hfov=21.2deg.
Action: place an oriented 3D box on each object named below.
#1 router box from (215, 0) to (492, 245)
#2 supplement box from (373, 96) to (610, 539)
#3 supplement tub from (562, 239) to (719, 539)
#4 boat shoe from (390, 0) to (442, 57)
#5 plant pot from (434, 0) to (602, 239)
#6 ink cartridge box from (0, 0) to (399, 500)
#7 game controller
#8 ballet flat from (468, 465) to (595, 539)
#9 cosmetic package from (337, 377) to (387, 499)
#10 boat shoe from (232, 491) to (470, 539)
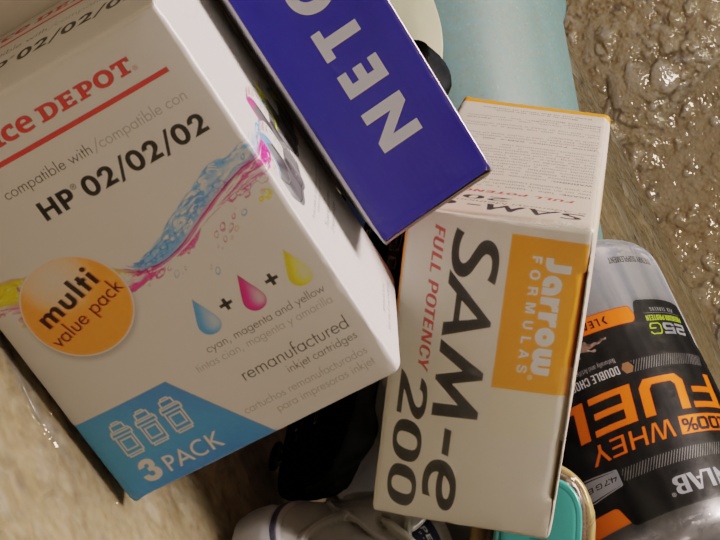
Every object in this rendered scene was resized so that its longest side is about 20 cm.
[{"bbox_3d":[-0.041,-0.122,0.728,0.201,0.049,0.180,57,-2,-20],"label":"router box"},{"bbox_3d":[0.059,0.011,0.807,0.200,0.073,0.127,-61,159,-72],"label":"supplement box"},{"bbox_3d":[0.131,0.096,0.972,0.122,0.122,0.201,35,29,-61],"label":"supplement tub"},{"bbox_3d":[-0.004,-0.057,0.965,0.063,0.071,0.202,115,-15,-70],"label":"boat shoe"},{"bbox_3d":[0.043,-0.080,1.080,0.200,0.199,0.198,28,45,-66],"label":"plant pot"},{"bbox_3d":[-0.084,-0.031,0.665,0.201,0.115,0.068,56,15,-24],"label":"ink cartridge box"},{"bbox_3d":[0.000,0.000,0.839,0.104,0.042,0.201,108,-6,-69],"label":"game controller"},{"bbox_3d":[0.065,0.181,0.812,0.063,0.068,0.202,111,-8,-80],"label":"ballet flat"},{"bbox_3d":[0.025,0.076,0.992,0.083,0.050,0.200,63,14,8],"label":"cosmetic package"},{"bbox_3d":[0.008,0.126,0.815,0.072,0.065,0.200,68,15,18],"label":"boat shoe"}]
